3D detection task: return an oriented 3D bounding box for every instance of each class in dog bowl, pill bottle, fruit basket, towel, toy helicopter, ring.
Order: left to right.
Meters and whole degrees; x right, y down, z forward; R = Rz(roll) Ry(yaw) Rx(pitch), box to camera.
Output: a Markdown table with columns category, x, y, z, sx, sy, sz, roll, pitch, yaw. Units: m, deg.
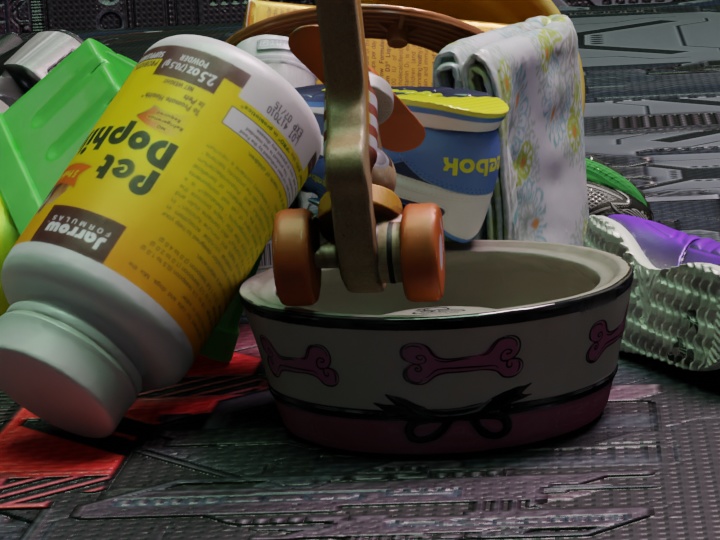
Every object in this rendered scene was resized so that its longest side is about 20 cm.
| category | x | y | z | sx | sy | sz | roll | pitch | yaw |
| --- | --- | --- | --- | --- | --- | --- | --- | --- | --- |
| fruit basket | -0.166 | -0.011 | 1.483 | 0.155 | 0.216 | 0.216 | 27 | -6 | -30 |
| pill bottle | -0.110 | -0.016 | 1.308 | 0.109 | 0.109 | 0.200 | 6 | 56 | 41 |
| toy helicopter | -0.003 | -0.086 | 1.222 | 0.079 | 0.200 | 0.132 | -2 | 28 | 8 |
| ring | 0.003 | -0.111 | 1.602 | 0.200 | 0.019 | 0.200 | 1 | -24 | 0 |
| dog bowl | 0.040 | 0.038 | 1.289 | 0.200 | 0.074 | 0.200 | -4 | 11 | 1 |
| towel | 0.094 | -0.057 | 1.503 | 0.048 | 0.171 | 0.200 | 3 | 11 | 20 |

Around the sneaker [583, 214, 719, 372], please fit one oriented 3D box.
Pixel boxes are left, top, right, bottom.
| category | x | y | z | sx | sy | sz | roll | pitch | yaw |
| --- | --- | --- | --- | --- | --- | --- | --- | --- | --- |
| sneaker | 0.193 | 0.016 | 1.398 | 0.099 | 0.070 | 0.200 | 0 | 13 | -21 |

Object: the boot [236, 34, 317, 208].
| category | x | y | z | sx | sy | sz | roll | pitch | yaw |
| --- | --- | --- | --- | --- | --- | --- | --- | --- | --- |
| boot | -0.069 | -0.059 | 1.582 | 0.073 | 0.096 | 0.200 | 5 | -24 | -6 |

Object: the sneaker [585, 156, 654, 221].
| category | x | y | z | sx | sy | sz | roll | pitch | yaw |
| --- | --- | --- | --- | --- | --- | --- | --- | --- | --- |
| sneaker | 0.096 | -0.025 | 1.650 | 0.200 | 0.078 | 0.085 | 1 | 46 | -15 |

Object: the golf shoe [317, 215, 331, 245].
| category | x | y | z | sx | sy | sz | roll | pitch | yaw |
| --- | --- | --- | --- | --- | --- | --- | --- | --- | --- |
| golf shoe | 0.000 | 0.000 | 1.500 | 0.078 | 0.097 | 0.200 | 36 | 14 | 3 |

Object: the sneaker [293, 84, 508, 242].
| category | x | y | z | sx | sy | sz | roll | pitch | yaw |
| --- | --- | --- | --- | --- | --- | --- | --- | --- | --- |
| sneaker | -0.009 | -0.061 | 1.401 | 0.200 | 0.082 | 0.074 | 7 | 14 | 39 |

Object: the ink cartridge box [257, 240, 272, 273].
| category | x | y | z | sx | sy | sz | roll | pitch | yaw |
| --- | --- | --- | --- | --- | --- | --- | --- | --- | --- |
| ink cartridge box | -0.108 | -0.017 | 1.685 | 0.145 | 0.048 | 0.200 | -6 | 9 | -13 |

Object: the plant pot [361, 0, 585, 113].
| category | x | y | z | sx | sy | sz | roll | pitch | yaw |
| --- | --- | --- | --- | --- | --- | --- | --- | --- | --- |
| plant pot | 0.043 | -0.113 | 1.802 | 0.200 | 0.201 | 0.189 | -5 | -5 | -8 |

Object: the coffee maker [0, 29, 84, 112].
| category | x | y | z | sx | sy | sz | roll | pitch | yaw |
| --- | --- | --- | --- | --- | --- | --- | --- | --- | --- |
| coffee maker | -0.288 | -0.078 | 1.747 | 0.192 | 0.135 | 0.200 | 1 | 22 | 29 |

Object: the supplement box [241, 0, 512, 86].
| category | x | y | z | sx | sy | sz | roll | pitch | yaw |
| --- | --- | --- | --- | --- | --- | --- | --- | --- | --- |
| supplement box | 0.019 | -0.129 | 1.665 | 0.200 | 0.069 | 0.067 | 4 | -22 | -9 |
